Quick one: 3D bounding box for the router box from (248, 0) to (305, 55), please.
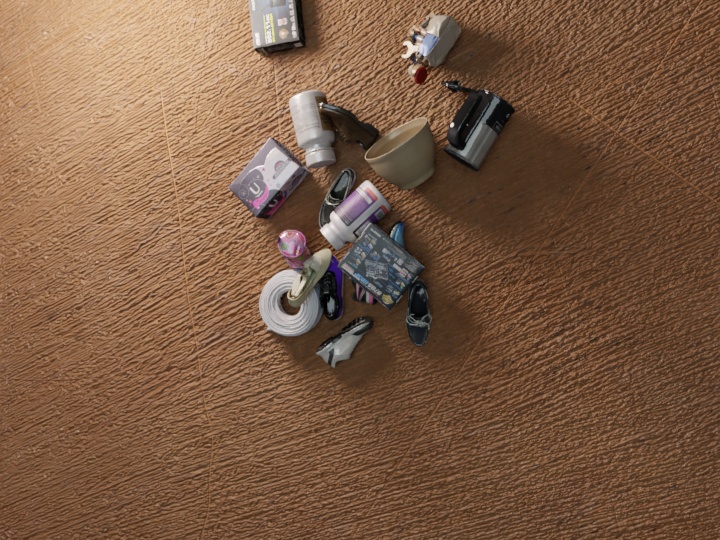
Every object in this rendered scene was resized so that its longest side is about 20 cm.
[{"bbox_3d":[-0.252,-0.765,1.636,0.147,0.062,0.203,-6,91,14],"label":"router box"}]

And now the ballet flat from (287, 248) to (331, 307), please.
[{"bbox_3d":[-0.151,0.013,1.583,0.069,0.070,0.202,27,78,10],"label":"ballet flat"}]

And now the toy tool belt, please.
[{"bbox_3d":[0.181,-0.628,1.534,0.123,0.124,0.201,40,98,39],"label":"toy tool belt"}]

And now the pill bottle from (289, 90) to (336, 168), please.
[{"bbox_3d":[-0.135,-0.410,1.600,0.113,0.114,0.203,-13,90,13],"label":"pill bottle"}]

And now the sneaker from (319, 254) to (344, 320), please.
[{"bbox_3d":[-0.089,0.049,1.615,0.068,0.099,0.204,-8,88,12],"label":"sneaker"}]

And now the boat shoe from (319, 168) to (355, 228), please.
[{"bbox_3d":[-0.077,-0.212,1.617,0.071,0.071,0.203,23,98,10],"label":"boat shoe"}]

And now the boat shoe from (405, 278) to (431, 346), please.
[{"bbox_3d":[0.169,0.127,1.575,0.074,0.062,0.203,3,103,3],"label":"boat shoe"}]

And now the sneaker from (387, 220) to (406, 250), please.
[{"bbox_3d":[0.117,-0.043,1.592,0.088,0.078,0.203,2,100,-1],"label":"sneaker"}]

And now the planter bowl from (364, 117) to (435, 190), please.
[{"bbox_3d":[0.128,-0.311,1.522,0.198,0.201,0.136,-29,113,12],"label":"planter bowl"}]

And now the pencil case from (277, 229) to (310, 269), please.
[{"bbox_3d":[-0.191,-0.058,1.584,0.086,0.200,0.089,0,81,-1],"label":"pencil case"}]

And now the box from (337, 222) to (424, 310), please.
[{"bbox_3d":[0.058,-0.012,1.535,0.199,0.046,0.160,38,100,-3],"label":"box"}]

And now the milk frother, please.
[{"bbox_3d":[0.284,-0.412,1.512,0.190,0.179,0.200,-58,38,8],"label":"milk frother"}]

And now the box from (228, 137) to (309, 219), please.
[{"bbox_3d":[-0.272,-0.271,1.636,0.132,0.115,0.200,45,101,7],"label":"box"}]

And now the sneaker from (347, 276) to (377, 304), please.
[{"bbox_3d":[0.000,0.000,1.608,0.085,0.080,0.204,-2,90,17],"label":"sneaker"}]

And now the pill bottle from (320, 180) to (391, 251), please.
[{"bbox_3d":[-0.018,-0.153,1.574,0.200,0.111,0.112,-42,84,2],"label":"pill bottle"}]

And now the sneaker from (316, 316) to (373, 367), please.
[{"bbox_3d":[-0.036,0.213,1.637,0.199,0.074,0.080,-36,99,16],"label":"sneaker"}]

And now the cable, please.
[{"bbox_3d":[-0.211,0.098,1.662,0.197,0.069,0.203,5,93,12],"label":"cable"}]

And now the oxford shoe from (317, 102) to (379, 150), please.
[{"bbox_3d":[-0.043,-0.409,1.560,0.198,0.073,0.085,27,95,-22],"label":"oxford shoe"}]
